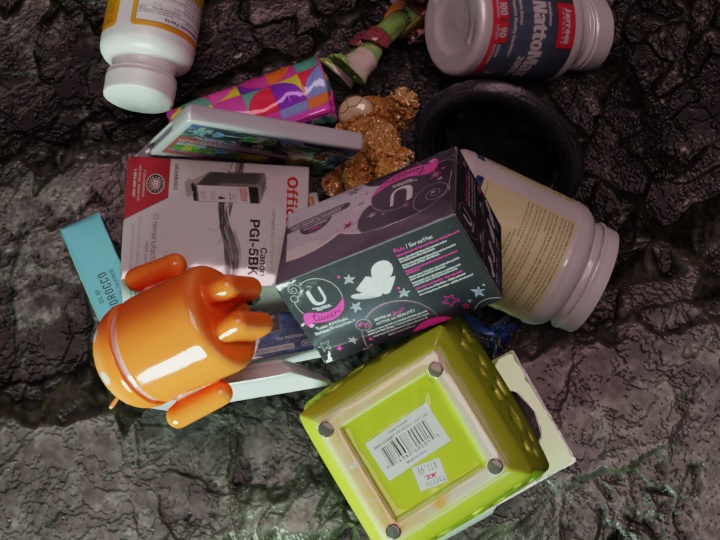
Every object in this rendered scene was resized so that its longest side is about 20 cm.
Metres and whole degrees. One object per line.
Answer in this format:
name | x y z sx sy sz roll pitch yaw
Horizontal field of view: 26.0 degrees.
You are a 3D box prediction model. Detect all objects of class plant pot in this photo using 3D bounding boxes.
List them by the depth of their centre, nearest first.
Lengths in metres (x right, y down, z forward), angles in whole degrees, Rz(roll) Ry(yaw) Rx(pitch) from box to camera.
plant pot | 0.060 0.170 1.571 0.199 0.181 0.200 -32 84 5

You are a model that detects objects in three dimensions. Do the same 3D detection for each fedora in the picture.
fedora | 0.159 -0.150 1.763 0.199 0.201 0.092 11 40 4

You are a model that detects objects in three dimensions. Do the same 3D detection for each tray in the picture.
tray | -0.140 0.121 1.658 0.199 0.107 0.022 -11 75 22

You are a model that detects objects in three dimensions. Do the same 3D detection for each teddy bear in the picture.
teddy bear | 0.009 -0.139 1.734 0.067 0.145 0.201 26 44 -20

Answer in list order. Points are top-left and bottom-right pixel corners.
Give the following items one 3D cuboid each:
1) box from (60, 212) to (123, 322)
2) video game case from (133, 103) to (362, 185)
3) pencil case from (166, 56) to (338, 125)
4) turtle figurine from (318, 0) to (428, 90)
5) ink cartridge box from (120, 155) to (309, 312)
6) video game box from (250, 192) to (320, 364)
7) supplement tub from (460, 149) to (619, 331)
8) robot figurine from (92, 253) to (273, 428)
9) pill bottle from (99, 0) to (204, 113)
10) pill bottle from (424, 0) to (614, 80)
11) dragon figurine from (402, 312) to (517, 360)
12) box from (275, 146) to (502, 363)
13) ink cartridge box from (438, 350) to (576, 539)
box | -0.268 0.043 1.732 0.049 0.082 0.201 -24 75 -8
video game case | -0.124 -0.128 1.688 0.199 0.182 0.023 8 73 -25
pencil case | -0.124 -0.175 1.796 0.199 0.088 0.089 -24 74 -5
turtle figurine | 0.018 -0.319 1.810 0.194 0.200 0.144 -50 45 -9
ink cartridge box | -0.155 -0.039 1.684 0.199 0.083 0.148 2 71 -6
video game box | -0.125 0.018 1.736 0.199 0.047 0.183 -11 71 -10
supplement tub | 0.165 -0.029 1.702 0.199 0.145 0.146 25 74 -7
robot figurine | -0.186 0.070 1.576 0.199 0.117 0.144 -24 114 25
pill bottle | -0.242 -0.290 1.816 0.110 0.111 0.201 7 74 3
pill bottle | 0.184 -0.277 1.774 0.199 0.120 0.120 -2 71 -31
dragon figurine | 0.078 0.071 1.709 0.199 0.059 0.100 -16 53 -30
box | 0.030 -0.017 1.563 0.199 0.115 0.132 -20 32 18
ink cartridge box | 0.112 0.197 1.699 0.199 0.048 0.146 -27 75 -8
